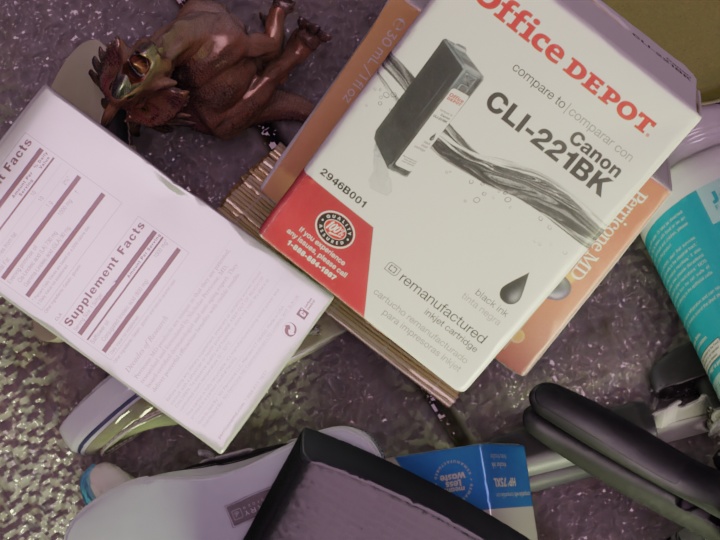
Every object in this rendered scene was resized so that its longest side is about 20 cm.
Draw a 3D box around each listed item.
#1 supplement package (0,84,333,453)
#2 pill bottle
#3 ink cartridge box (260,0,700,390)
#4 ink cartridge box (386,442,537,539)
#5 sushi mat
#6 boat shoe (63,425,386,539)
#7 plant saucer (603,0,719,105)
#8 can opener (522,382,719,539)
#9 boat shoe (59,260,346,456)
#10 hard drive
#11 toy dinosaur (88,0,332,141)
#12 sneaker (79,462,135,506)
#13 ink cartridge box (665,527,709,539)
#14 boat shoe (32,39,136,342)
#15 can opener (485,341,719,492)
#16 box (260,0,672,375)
[{"bbox_3d":[-0.131,0.002,0.795,0.200,0.114,0.110,36,83,-3],"label":"supplement package"},{"bbox_3d":[0.248,-0.006,0.873,0.110,0.111,0.200,-20,66,-4],"label":"pill bottle"},{"bbox_3d":[0.065,-0.061,0.735,0.144,0.084,0.200,38,111,-2],"label":"ink cartridge box"},{"bbox_3d":[0.052,0.215,0.850,0.116,0.067,0.201,-14,76,28],"label":"ink cartridge box"},{"bbox_3d":[0.000,0.000,0.894,0.200,0.012,0.096,38,49,-3],"label":"sushi mat"},{"bbox_3d":[-0.080,0.141,0.829,0.199,0.068,0.074,-24,84,0],"label":"boat shoe"},{"bbox_3d":[0.200,-0.194,0.912,0.199,0.031,0.201,1,71,-4],"label":"plant saucer"},{"bbox_3d":[0.192,0.129,0.847,0.199,0.064,0.079,22,47,18],"label":"can opener"},{"bbox_3d":[-0.100,0.066,0.883,0.200,0.072,0.062,-34,82,-6],"label":"boat shoe"},{"bbox_3d":[0.026,0.190,0.768,0.200,0.042,0.135,29,88,1],"label":"hard drive"},{"bbox_3d":[-0.097,-0.120,0.862,0.086,0.200,0.136,28,83,34],"label":"toy dinosaur"},{"bbox_3d":[-0.094,0.184,0.885,0.200,0.077,0.081,37,69,-1],"label":"sneaker"},{"bbox_3d":[0.237,0.249,0.889,0.200,0.084,0.145,-33,89,-5],"label":"ink cartridge box"},{"bbox_3d":[-0.171,-0.048,0.891,0.062,0.071,0.201,10,80,-44],"label":"boat shoe"},{"bbox_3d":[0.176,0.102,0.916,0.199,0.053,0.067,-17,54,-5],"label":"can opener"},{"bbox_3d":[0.068,-0.063,0.844,0.200,0.106,0.152,35,111,-1],"label":"box"}]
